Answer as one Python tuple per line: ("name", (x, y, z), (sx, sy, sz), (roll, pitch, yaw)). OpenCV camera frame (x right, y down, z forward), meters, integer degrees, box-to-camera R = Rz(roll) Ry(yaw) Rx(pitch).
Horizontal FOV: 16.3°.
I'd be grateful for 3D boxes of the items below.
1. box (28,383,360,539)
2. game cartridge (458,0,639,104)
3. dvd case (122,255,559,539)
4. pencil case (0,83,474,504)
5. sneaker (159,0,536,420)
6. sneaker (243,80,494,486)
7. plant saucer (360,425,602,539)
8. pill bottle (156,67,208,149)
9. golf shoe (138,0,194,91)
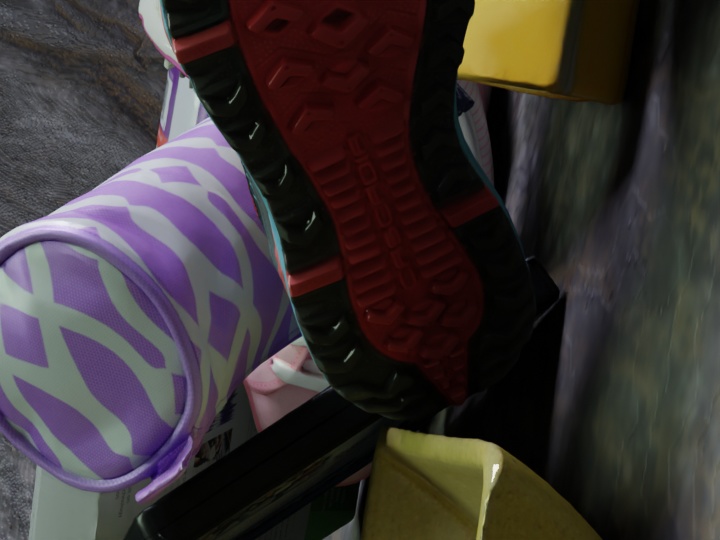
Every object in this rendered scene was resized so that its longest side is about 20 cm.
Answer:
("box", (-0.058, 0.070, 1.018), (0.200, 0.036, 0.145), (-25, -49, -52))
("game cartridge", (0.033, -0.156, 0.735), (0.176, 0.032, 0.201), (17, 98, 56))
("dvd case", (-0.020, 0.062, 0.802), (0.018, 0.142, 0.200), (56, 163, 6))
("pencil case", (-0.037, -0.003, 0.765), (0.084, 0.086, 0.200), (-36, -1, 36))
("sneaker", (-0.015, -0.058, 0.652), (0.096, 0.079, 0.201), (-122, 17, -53))
("sneaker", (0.000, 0.000, 0.908), (0.105, 0.075, 0.201), (-84, 9, -71))
("plant saucer", (0.025, 0.143, 0.632), (0.200, 0.048, 0.201), (159, 119, -83))
("pill bottle", (-0.026, -0.128, 1.153), (0.112, 0.111, 0.201), (-97, 17, -67))
("golf shoe", (-0.046, -0.135, 0.993), (0.200, 0.075, 0.092), (-110, 34, -53))
